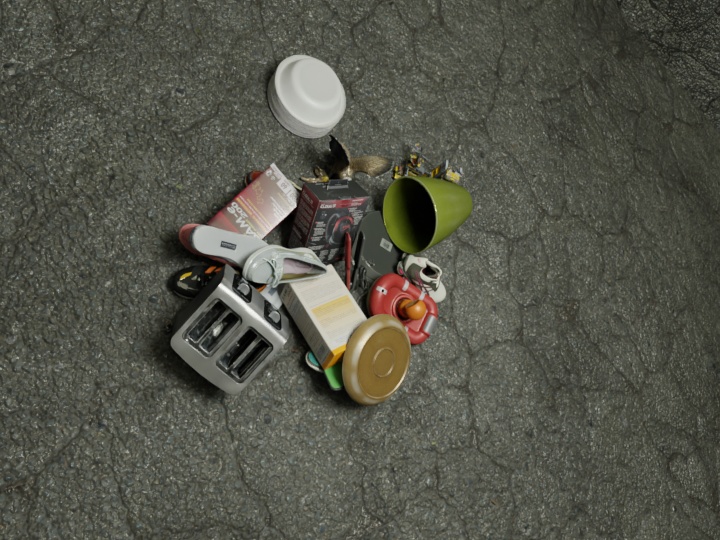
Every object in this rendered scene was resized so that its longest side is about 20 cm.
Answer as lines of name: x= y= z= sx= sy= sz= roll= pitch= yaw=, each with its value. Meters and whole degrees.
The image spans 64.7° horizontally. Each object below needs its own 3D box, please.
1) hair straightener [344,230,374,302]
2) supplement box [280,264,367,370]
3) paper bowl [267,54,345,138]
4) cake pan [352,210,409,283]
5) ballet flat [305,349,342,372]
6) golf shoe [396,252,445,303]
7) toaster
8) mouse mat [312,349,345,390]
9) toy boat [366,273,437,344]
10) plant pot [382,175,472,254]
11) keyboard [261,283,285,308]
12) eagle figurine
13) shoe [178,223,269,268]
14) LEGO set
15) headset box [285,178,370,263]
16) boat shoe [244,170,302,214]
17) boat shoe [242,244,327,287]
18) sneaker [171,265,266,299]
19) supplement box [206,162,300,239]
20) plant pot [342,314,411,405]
hair straightener: x=0.000 y=0.000 z=1.336 sx=0.075 sy=0.041 sz=0.204 roll=-7 pitch=120 yaw=-15
supplement box: x=-0.073 y=0.100 z=1.256 sx=0.124 sy=0.074 sz=0.202 roll=-19 pitch=65 yaw=-36
paper bowl: x=-0.128 y=-0.447 z=1.433 sx=0.197 sy=0.104 sz=0.205 roll=10 pitch=71 yaw=-28
cake pan: x=0.057 y=-0.063 z=1.457 sx=0.197 sy=0.037 sz=0.205 roll=10 pitch=69 yaw=-29
ballet flat: x=-0.038 y=0.203 z=1.294 sx=0.196 sy=0.069 sz=0.071 roll=-8 pitch=78 yaw=-30
golf shoe: x=0.173 y=0.028 z=1.449 sx=0.199 sy=0.087 sz=0.079 roll=39 pitch=62 yaw=-40
toaster: x=-0.262 y=0.120 z=1.116 sx=0.200 sy=0.119 sz=0.181 roll=-46 pitch=108 yaw=1
mouse mat: x=-0.038 y=0.161 z=1.279 sx=0.158 sy=0.008 sz=0.202 roll=-13 pitch=59 yaw=-32
toy boat: x=0.112 y=0.092 z=1.372 sx=0.198 sy=0.130 sz=0.132 roll=33 pitch=75 yaw=-18
plant pot: x=0.189 y=-0.156 z=1.441 sx=0.197 sy=0.186 sz=0.191 roll=-17 pitch=83 yaw=-38
keyboard: x=-0.194 y=0.052 z=1.284 sx=0.056 sy=0.011 sz=0.201 roll=40 pitch=58 yaw=-8
eagle figurine: x=-0.027 y=-0.252 z=1.368 sx=0.151 sy=0.199 sz=0.152 roll=-35 pitch=90 yaw=-37
shoe: x=-0.273 y=-0.049 z=1.172 sx=0.198 sy=0.090 sz=0.073 roll=20 pitch=87 yaw=-41
LEGO set: x=0.195 y=-0.240 z=1.550 sx=0.198 sy=0.115 sz=0.156 roll=29 pitch=61 yaw=-20
headset box: x=-0.073 y=-0.115 z=1.286 sx=0.147 sy=0.203 sz=0.075 roll=-11 pitch=45 yaw=-39
boat shoe: x=-0.176 y=-0.181 z=1.339 sx=0.198 sy=0.062 sz=0.072 roll=29 pitch=63 yaw=-19
boat shoe: x=-0.154 y=-0.006 z=1.180 sx=0.200 sy=0.064 sz=0.076 roll=-3 pitch=118 yaw=-50
sneaker: x=-0.289 y=0.018 z=1.187 sx=0.196 sy=0.090 sz=0.072 roll=4 pitch=72 yaw=-30
supplement box: x=-0.232 y=-0.127 z=1.254 sx=0.200 sy=0.061 sz=0.109 roll=-46 pitch=99 yaw=-14
plant pot: x=0.044 y=0.197 z=1.234 sx=0.197 sy=0.027 sz=0.205 roll=-8 pitch=103 yaw=-39
